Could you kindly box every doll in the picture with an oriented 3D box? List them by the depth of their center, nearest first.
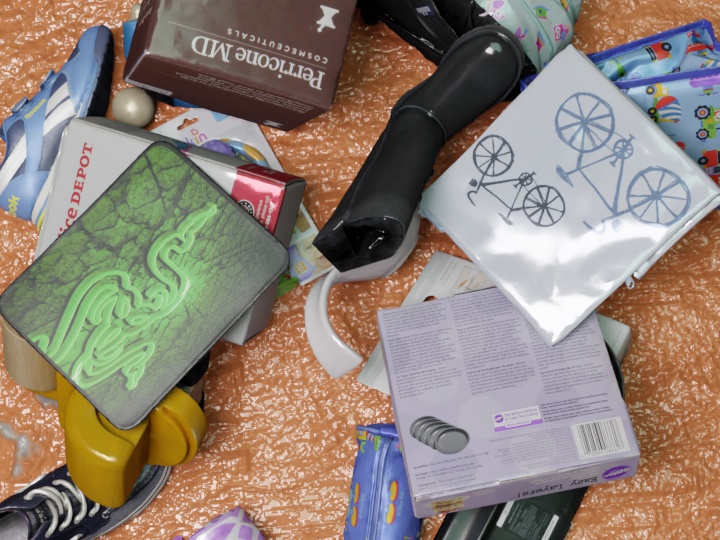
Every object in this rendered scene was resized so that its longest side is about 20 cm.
[{"bbox_3d":[-0.156,-0.209,1.224,0.136,0.048,0.200,44,80,0],"label":"doll"}]

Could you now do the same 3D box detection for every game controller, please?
[{"bbox_3d":[0.137,0.218,1.172,0.104,0.042,0.200,32,79,-12],"label":"game controller"}]

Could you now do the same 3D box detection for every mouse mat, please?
[{"bbox_3d":[-0.176,0.008,1.059,0.161,0.008,0.200,41,81,12],"label":"mouse mat"}]

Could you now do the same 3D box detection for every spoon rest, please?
[{"bbox_3d":[0.000,0.000,1.142,0.061,0.099,0.200,38,45,-16],"label":"spoon rest"}]

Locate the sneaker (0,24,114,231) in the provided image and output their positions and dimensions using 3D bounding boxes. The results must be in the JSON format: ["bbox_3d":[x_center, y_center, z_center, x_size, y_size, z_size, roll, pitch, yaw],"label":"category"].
[{"bbox_3d":[-0.284,-0.140,1.192,0.082,0.074,0.201,20,78,3],"label":"sneaker"}]

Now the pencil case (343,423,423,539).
[{"bbox_3d":[0.019,0.232,1.132,0.078,0.087,0.201,7,78,8],"label":"pencil case"}]

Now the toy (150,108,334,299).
[{"bbox_3d":[-0.118,-0.065,1.200,0.115,0.047,0.201,-28,83,-9],"label":"toy"}]

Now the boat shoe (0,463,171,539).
[{"bbox_3d":[-0.251,0.204,1.117,0.200,0.093,0.075,-34,83,-9],"label":"boat shoe"}]

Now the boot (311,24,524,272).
[{"bbox_3d":[0.051,-0.102,1.095,0.066,0.165,0.200,40,47,-9],"label":"boot"}]

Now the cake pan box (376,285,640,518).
[{"bbox_3d":[0.124,0.101,1.104,0.199,0.052,0.185,-12,58,-1],"label":"cake pan box"}]

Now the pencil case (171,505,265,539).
[{"bbox_3d":[-0.087,0.302,1.118,0.084,0.085,0.200,-23,79,-45],"label":"pencil case"}]

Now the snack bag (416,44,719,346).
[{"bbox_3d":[0.174,-0.060,1.107,0.200,0.021,0.189,-45,74,7],"label":"snack bag"}]

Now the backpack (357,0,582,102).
[{"bbox_3d":[0.103,-0.252,1.198,0.200,0.167,0.127,37,80,-5],"label":"backpack"}]

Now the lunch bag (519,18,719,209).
[{"bbox_3d":[0.237,-0.119,1.182,0.199,0.151,0.094,-14,36,1],"label":"lunch bag"}]

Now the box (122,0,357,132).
[{"bbox_3d":[-0.097,-0.245,1.131,0.165,0.164,0.201,14,85,-16],"label":"box"}]

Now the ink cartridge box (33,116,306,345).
[{"bbox_3d":[-0.166,-0.039,1.140,0.199,0.083,0.146,18,101,8],"label":"ink cartridge box"}]

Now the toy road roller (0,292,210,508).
[{"bbox_3d":[-0.225,0.105,1.096,0.199,0.123,0.146,20,52,4],"label":"toy road roller"}]

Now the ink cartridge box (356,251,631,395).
[{"bbox_3d":[0.121,0.086,1.173,0.199,0.047,0.160,22,62,21],"label":"ink cartridge box"}]
